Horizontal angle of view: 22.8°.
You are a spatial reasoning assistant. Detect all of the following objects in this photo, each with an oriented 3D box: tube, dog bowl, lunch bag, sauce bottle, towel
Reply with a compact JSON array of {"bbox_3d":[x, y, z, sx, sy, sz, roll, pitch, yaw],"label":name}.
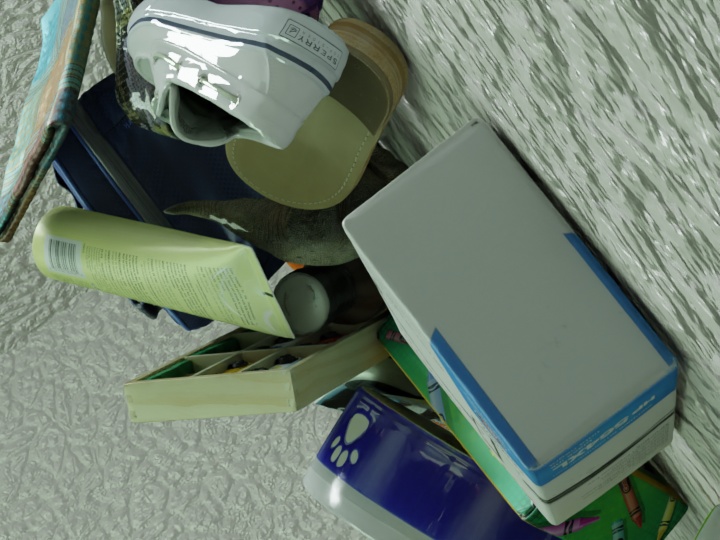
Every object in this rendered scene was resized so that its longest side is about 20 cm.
[{"bbox_3d":[-0.128,-0.002,1.148,0.199,0.052,0.058,12,-179,39],"label":"tube"},{"bbox_3d":[0.064,0.160,1.213,0.200,0.079,0.200,30,179,1],"label":"dog bowl"},{"bbox_3d":[-0.134,-0.046,1.280,0.200,0.132,0.136,53,180,1],"label":"lunch bag"},{"bbox_3d":[0.000,0.000,1.198,0.065,0.065,0.200,52,-154,7],"label":"sauce bottle"},{"bbox_3d":[-0.201,-0.134,1.176,0.022,0.147,0.201,19,-128,-16],"label":"towel"}]

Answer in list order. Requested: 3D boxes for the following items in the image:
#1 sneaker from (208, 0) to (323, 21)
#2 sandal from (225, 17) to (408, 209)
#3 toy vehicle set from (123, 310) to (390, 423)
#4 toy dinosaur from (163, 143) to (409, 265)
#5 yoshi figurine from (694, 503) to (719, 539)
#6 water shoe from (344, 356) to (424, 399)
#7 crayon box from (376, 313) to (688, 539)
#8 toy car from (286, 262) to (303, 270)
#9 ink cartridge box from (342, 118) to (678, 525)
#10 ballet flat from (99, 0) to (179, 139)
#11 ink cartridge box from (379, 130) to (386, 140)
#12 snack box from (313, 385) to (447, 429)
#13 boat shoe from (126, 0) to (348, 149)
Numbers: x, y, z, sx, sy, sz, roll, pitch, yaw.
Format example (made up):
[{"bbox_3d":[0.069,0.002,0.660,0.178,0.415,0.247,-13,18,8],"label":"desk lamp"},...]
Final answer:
[{"bbox_3d":[-0.064,-0.160,0.998,0.088,0.081,0.200,37,-177,-10],"label":"sneaker"},{"bbox_3d":[-0.010,-0.098,0.990,0.078,0.070,0.212,38,157,-5],"label":"sandal"},{"bbox_3d":[-0.052,0.058,1.190,0.200,0.124,0.027,-26,-73,-62],"label":"toy vehicle set"},{"bbox_3d":[-0.017,-0.043,1.101,0.077,0.199,0.103,-45,58,55],"label":"toy dinosaur"},{"bbox_3d":[0.188,0.201,0.944,0.112,0.112,0.200,46,180,8],"label":"yoshi figurine"},{"bbox_3d":[0.042,0.053,1.333,0.071,0.079,0.200,7,180,24],"label":"water shoe"},{"bbox_3d":[0.107,0.094,1.139,0.119,0.058,0.200,29,-166,-41],"label":"crayon box"},{"bbox_3d":[-0.071,-0.075,1.432,0.175,0.150,0.200,51,177,46],"label":"toy car"},{"bbox_3d":[0.077,0.034,0.862,0.146,0.084,0.200,52,177,18],"label":"ink cartridge box"},{"bbox_3d":[-0.136,-0.180,1.101,0.072,0.072,0.201,-131,36,-63],"label":"ballet flat"},{"bbox_3d":[-0.081,-0.156,1.222,0.200,0.084,0.144,54,179,-13],"label":"ink cartridge box"},{"bbox_3d":[0.036,0.070,1.437,0.200,0.037,0.117,20,-133,-41],"label":"snack box"},{"bbox_3d":[-0.081,-0.098,0.912,0.073,0.067,0.200,32,170,-25],"label":"boat shoe"}]
